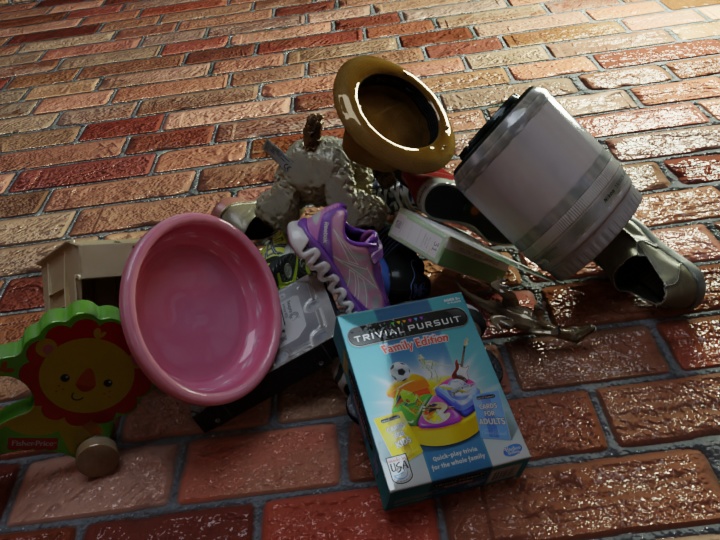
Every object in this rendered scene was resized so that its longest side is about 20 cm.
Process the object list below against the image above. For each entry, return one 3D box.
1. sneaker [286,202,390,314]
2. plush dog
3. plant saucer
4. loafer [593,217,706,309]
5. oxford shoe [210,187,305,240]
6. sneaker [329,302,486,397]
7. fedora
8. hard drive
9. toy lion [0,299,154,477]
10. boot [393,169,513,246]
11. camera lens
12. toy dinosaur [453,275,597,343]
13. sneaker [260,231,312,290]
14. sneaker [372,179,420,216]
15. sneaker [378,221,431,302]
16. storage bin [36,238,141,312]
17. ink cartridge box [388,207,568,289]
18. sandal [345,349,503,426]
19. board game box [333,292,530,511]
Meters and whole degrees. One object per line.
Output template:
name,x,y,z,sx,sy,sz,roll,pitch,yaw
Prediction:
sneaker,0.000,0.000,0.971,0.088,0.201,0.081,-37,19,7
plush dog,-0.041,-0.141,1.137,0.195,0.165,0.171,2,12,19
plant saucer,-0.174,0.043,0.856,0.050,0.203,0.201,-16,21,43
loafer,0.344,-0.016,1.019,0.068,0.077,0.200,-9,31,-30
oxford shoe,-0.139,-0.076,1.214,0.074,0.072,0.198,29,29,26
sneaker,0.057,0.099,0.935,0.195,0.075,0.081,-18,38,1
fedora,0.034,-0.189,1.059,0.197,0.082,0.204,20,49,-25
hard drive,-0.115,0.091,0.953,0.197,0.038,0.141,-28,35,3
toy lion,-0.319,0.121,0.840,0.195,0.196,0.069,5,26,-24
boot,0.145,-0.107,1.127,0.196,0.074,0.145,17,21,-26
camera lens,0.224,-0.109,0.985,0.200,0.160,0.160,44,47,1
toy dinosaur,0.178,0.052,0.956,0.197,0.101,0.059,22,82,27
sneaker,-0.115,0.003,1.116,0.075,0.077,0.201,-7,24,22
sneaker,0.048,-0.108,1.209,0.196,0.072,0.108,-21,17,-22
sneaker,0.045,-0.019,1.114,0.076,0.072,0.202,1,33,-9
storage bin,-0.268,0.017,0.963,0.196,0.096,0.197,-4,-5,-34
ink cartridge box,0.148,-0.012,1.021,0.144,0.049,0.199,17,14,-44
sandal,0.074,0.141,0.887,0.196,0.046,0.076,-14,55,-28
board game box,0.068,0.128,0.828,0.147,0.047,0.203,-10,55,-14
